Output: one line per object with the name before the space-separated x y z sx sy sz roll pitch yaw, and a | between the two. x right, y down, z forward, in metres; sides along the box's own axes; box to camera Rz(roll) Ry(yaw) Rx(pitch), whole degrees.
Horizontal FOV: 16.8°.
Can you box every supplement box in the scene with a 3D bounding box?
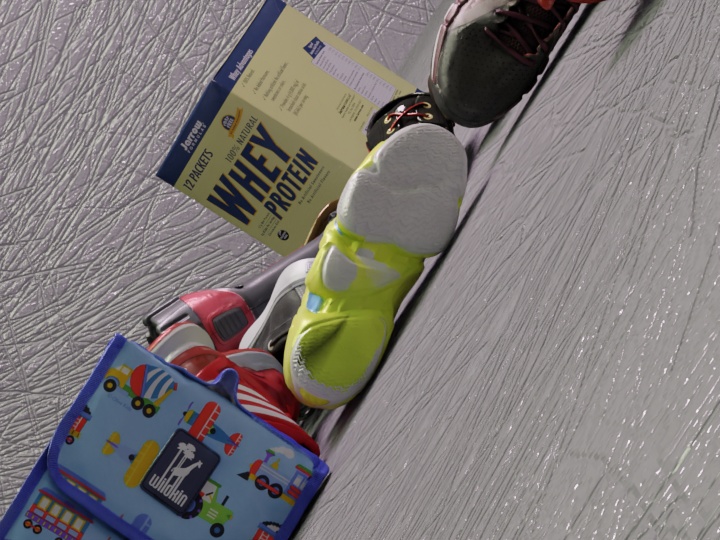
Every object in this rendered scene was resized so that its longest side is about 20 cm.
supplement box | -0.064 -0.135 2.428 0.135 0.199 0.200 -55 5 35

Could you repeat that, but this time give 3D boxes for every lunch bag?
lunch bag | -0.123 0.146 1.429 0.201 0.150 0.094 -58 5 -2

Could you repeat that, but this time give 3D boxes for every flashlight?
flashlight | -0.061 0.012 1.783 0.199 0.068 0.068 -32 -32 -18

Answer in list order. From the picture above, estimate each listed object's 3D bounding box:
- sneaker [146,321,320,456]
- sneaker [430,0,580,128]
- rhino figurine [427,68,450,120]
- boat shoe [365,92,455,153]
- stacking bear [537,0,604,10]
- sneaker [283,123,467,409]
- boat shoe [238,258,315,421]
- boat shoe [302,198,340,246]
sneaker | -0.068 0.108 1.563 0.078 0.116 0.200 -47 -24 8
sneaker | 0.117 -0.185 1.565 0.201 0.075 0.115 -58 7 -5
rhino figurine | 0.109 -0.186 1.750 0.200 0.060 0.088 -57 -7 -29
boat shoe | 0.035 -0.091 1.761 0.073 0.063 0.201 -16 9 5
stacking bear | 0.145 -0.229 1.370 0.122 0.113 0.201 -53 11 49
sneaker | 0.000 0.000 1.565 0.201 0.075 0.105 -60 4 -18
boat shoe | -0.044 0.068 1.700 0.200 0.069 0.067 119 156 -55
boat shoe | -0.042 0.043 1.849 0.201 0.074 0.066 -57 -9 -11
